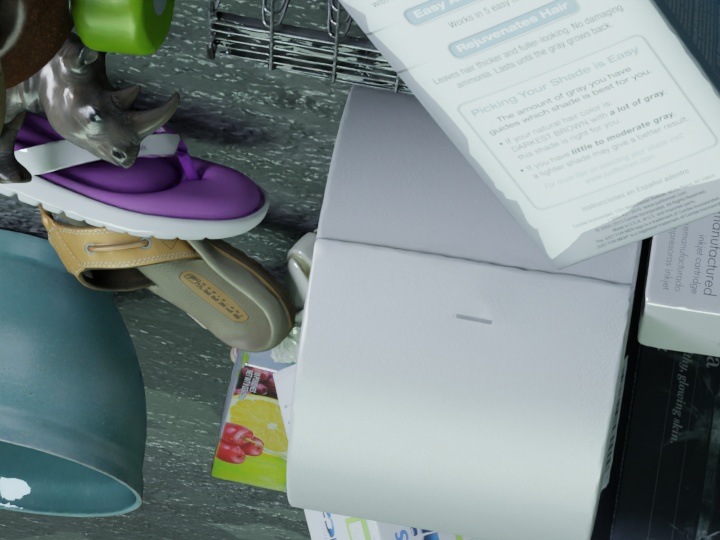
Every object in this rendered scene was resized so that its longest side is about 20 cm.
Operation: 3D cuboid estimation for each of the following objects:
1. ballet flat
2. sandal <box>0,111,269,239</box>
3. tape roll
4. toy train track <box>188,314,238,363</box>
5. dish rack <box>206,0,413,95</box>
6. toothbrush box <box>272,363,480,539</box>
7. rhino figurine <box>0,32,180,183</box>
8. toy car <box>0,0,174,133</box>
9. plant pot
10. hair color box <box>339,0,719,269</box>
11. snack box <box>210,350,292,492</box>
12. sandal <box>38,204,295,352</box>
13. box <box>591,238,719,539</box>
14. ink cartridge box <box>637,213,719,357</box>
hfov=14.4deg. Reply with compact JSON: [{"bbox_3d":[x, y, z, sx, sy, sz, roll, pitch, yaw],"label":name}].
[{"bbox_3d":[0.000,0.000,1.518,0.072,0.072,0.200,20,159,-28],"label":"ballet flat"},{"bbox_3d":[-0.139,-0.063,1.384,0.202,0.082,0.050,15,120,-9],"label":"sandal"},{"bbox_3d":[0.052,0.020,1.291,0.139,0.203,0.203,9,163,3],"label":"tape roll"},{"bbox_3d":[-0.006,0.049,1.705,0.200,0.033,0.115,12,163,-9],"label":"toy train track"},{"bbox_3d":[0.009,-0.119,1.127,0.153,0.055,0.200,12,165,0],"label":"dish rack"},{"bbox_3d":[0.072,0.099,1.512,0.200,0.146,0.086,-10,173,-26],"label":"toothbrush box"},{"bbox_3d":[-0.177,-0.081,1.307,0.200,0.088,0.060,3,-169,19],"label":"rhino figurine"},{"bbox_3d":[-0.181,-0.069,1.139,0.164,0.200,0.158,7,162,12],"label":"toy car"},{"bbox_3d":[-0.214,0.054,1.669,0.200,0.134,0.200,10,164,3],"label":"plant pot"},{"bbox_3d":[0.062,-0.096,1.006,0.099,0.061,0.200,-20,130,27],"label":"hair color box"},{"bbox_3d":[0.021,0.090,1.670,0.200,0.053,0.142,13,148,-4],"label":"snack box"},{"bbox_3d":[-0.122,-0.010,1.493,0.200,0.054,0.080,38,149,-19],"label":"sandal"},{"bbox_3d":[0.221,0.095,1.433,0.196,0.200,0.124,11,162,-3],"label":"box"},{"bbox_3d":[0.226,-0.016,1.218,0.200,0.117,0.068,8,163,4],"label":"ink cartridge box"}]
